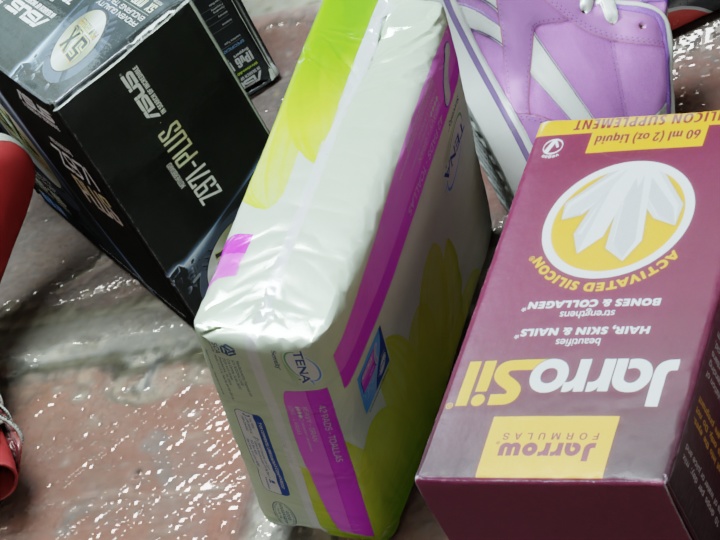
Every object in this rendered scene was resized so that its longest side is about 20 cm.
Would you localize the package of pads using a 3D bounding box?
[{"bbox_3d":[0.000,0.000,0.944,0.068,0.155,0.200,6,52,19],"label":"package of pads"}]

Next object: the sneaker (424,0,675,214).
[{"bbox_3d":[0.081,-0.129,1.023,0.114,0.201,0.073,-28,4,-1],"label":"sneaker"}]

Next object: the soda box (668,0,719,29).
[{"bbox_3d":[0.140,-0.161,1.088,0.199,0.071,0.063,-24,39,8],"label":"soda box"}]

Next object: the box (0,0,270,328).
[{"bbox_3d":[-0.129,-0.083,1.103,0.086,0.164,0.200,-40,41,-12],"label":"box"}]

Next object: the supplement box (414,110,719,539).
[{"bbox_3d":[0.111,0.033,0.891,0.110,0.086,0.200,-2,47,30],"label":"supplement box"}]

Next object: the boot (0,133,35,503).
[{"bbox_3d":[-0.191,0.036,1.067,0.144,0.072,0.201,23,86,44],"label":"boot"}]

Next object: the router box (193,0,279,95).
[{"bbox_3d":[-0.127,-0.198,1.232,0.062,0.150,0.200,-30,39,1],"label":"router box"}]
